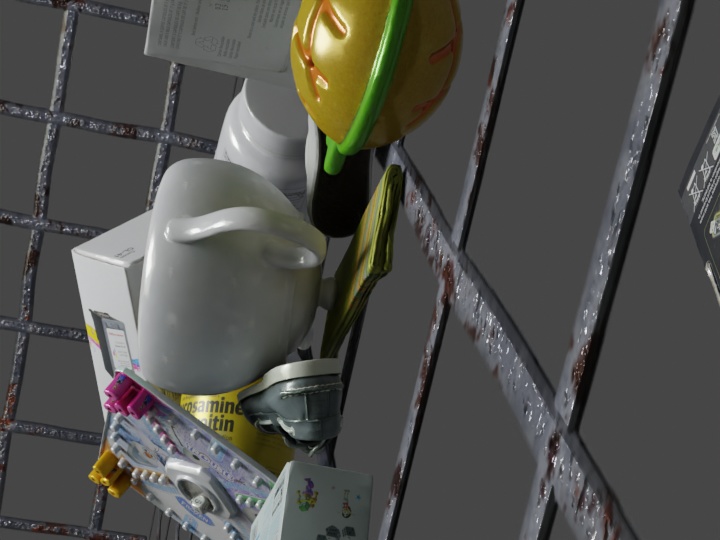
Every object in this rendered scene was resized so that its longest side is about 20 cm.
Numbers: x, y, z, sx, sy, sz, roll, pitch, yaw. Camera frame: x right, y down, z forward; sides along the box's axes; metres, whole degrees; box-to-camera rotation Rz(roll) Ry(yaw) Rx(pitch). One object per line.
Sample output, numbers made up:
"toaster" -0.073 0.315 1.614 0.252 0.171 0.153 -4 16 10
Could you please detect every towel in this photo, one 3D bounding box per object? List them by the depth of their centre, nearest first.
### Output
"towel" 0.000 0.000 1.081 0.200 0.018 0.087 119 164 -64

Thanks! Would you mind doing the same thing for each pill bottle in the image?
"pill bottle" -0.110 0.126 1.296 0.112 0.110 0.203 127 151 -69
"pill bottle" -0.084 -0.112 1.381 0.201 0.112 0.115 117 160 -58

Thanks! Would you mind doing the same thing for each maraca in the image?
"maraca" 0.005 -0.136 0.911 0.200 0.106 0.139 132 154 -72

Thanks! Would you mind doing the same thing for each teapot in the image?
"teapot" -0.090 0.008 1.106 0.201 0.144 0.200 -83 0 -65

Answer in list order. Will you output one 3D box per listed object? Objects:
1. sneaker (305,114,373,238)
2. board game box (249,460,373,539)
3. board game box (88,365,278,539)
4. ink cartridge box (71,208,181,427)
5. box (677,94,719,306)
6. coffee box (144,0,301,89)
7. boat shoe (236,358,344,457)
"sneaker" -0.013 -0.133 1.110 0.085 0.072 0.202 -103 24 -61
"board game box" -0.044 0.250 0.948 0.148 0.063 0.202 116 162 -61
"board game box" -0.134 0.184 1.161 0.026 0.199 0.201 -51 -7 -31
"ink cartridge box" -0.183 0.051 1.356 0.147 0.085 0.203 -32 -56 -45
"box" 0.132 -0.048 0.279 0.162 0.048 0.202 -91 15 -54
"coffee box" -0.057 -0.289 1.144 0.200 0.197 0.200 117 161 -57
"boat shoe" -0.052 0.115 1.103 0.200 0.072 0.063 131 130 -71
